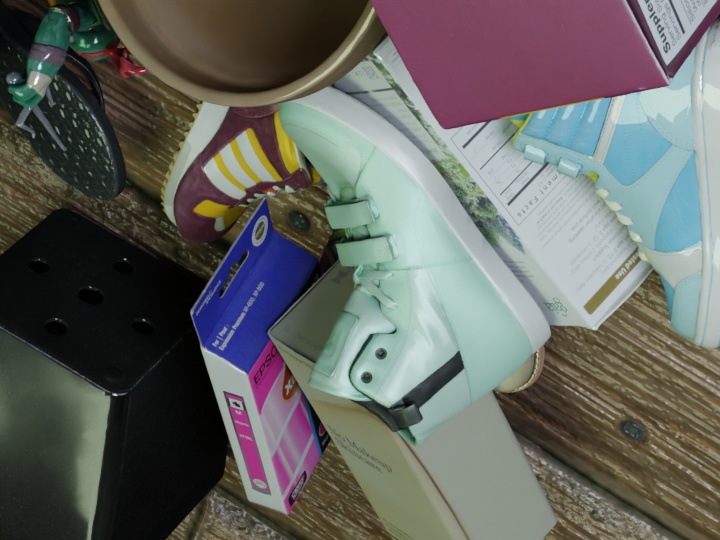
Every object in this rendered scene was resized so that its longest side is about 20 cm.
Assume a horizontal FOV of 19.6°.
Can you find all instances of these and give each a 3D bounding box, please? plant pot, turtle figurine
[{"bbox_3d":[-0.042,-0.189,1.087,0.200,0.093,0.202,6,101,31],"label":"plant pot"},{"bbox_3d":[-0.187,-0.180,1.238,0.150,0.100,0.201,-119,12,-45],"label":"turtle figurine"},{"bbox_3d":[-0.200,0.082,1.430,0.199,0.200,0.178,30,129,11],"label":"plant pot"}]

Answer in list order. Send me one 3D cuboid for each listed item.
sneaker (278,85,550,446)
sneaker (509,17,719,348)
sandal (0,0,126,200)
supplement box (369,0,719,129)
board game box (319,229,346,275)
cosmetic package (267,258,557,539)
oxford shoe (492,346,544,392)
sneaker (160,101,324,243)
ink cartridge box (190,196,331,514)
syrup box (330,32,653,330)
[{"bbox_3d":[0.000,0.000,1.111,0.201,0.118,0.074,49,165,-10],"label":"sneaker"},{"bbox_3d":[0.139,-0.049,1.080,0.130,0.080,0.201,8,131,17],"label":"sneaker"},{"bbox_3d":[-0.208,-0.134,1.342,0.201,0.048,0.075,49,143,8],"label":"sandal"},{"bbox_3d":[0.107,-0.167,0.934,0.130,0.200,0.104,-7,123,42],"label":"supplement box"},{"bbox_3d":[0.020,0.035,1.330,0.120,0.032,0.200,31,139,4],"label":"board game box"},{"bbox_3d":[0.034,0.096,1.261,0.103,0.073,0.200,27,155,46],"label":"cosmetic package"},{"bbox_3d":[0.045,-0.009,1.204,0.070,0.074,0.201,-19,105,28],"label":"oxford shoe"},{"bbox_3d":[-0.056,-0.067,1.255,0.090,0.075,0.200,38,142,10],"label":"sneaker"},{"bbox_3d":[-0.052,0.056,1.285,0.037,0.095,0.201,16,145,23],"label":"ink cartridge box"},{"bbox_3d":[0.074,-0.066,1.127,0.200,0.081,0.079,49,162,-19],"label":"syrup box"}]
